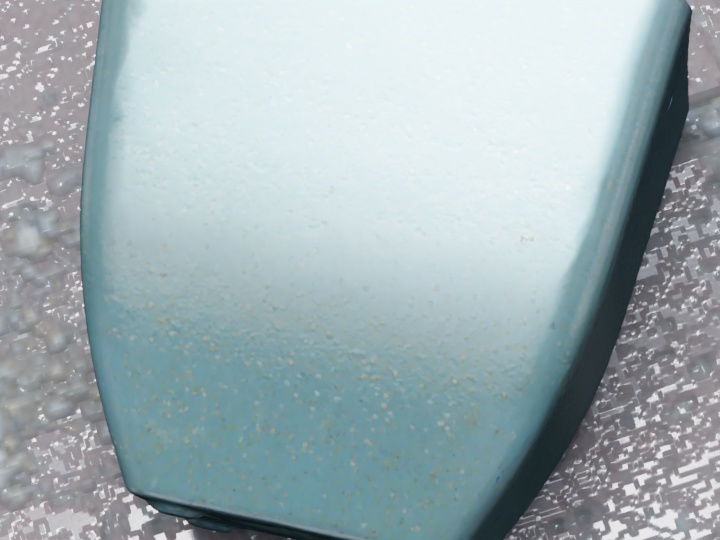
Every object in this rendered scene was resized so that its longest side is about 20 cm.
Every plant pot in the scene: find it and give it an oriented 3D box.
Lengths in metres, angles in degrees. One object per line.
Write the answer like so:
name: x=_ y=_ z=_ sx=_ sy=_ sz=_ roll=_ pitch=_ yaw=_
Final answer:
plant pot: x=0.000 y=0.000 z=1.052 sx=0.195 sy=0.196 sz=0.200 roll=12 pitch=83 yaw=8
